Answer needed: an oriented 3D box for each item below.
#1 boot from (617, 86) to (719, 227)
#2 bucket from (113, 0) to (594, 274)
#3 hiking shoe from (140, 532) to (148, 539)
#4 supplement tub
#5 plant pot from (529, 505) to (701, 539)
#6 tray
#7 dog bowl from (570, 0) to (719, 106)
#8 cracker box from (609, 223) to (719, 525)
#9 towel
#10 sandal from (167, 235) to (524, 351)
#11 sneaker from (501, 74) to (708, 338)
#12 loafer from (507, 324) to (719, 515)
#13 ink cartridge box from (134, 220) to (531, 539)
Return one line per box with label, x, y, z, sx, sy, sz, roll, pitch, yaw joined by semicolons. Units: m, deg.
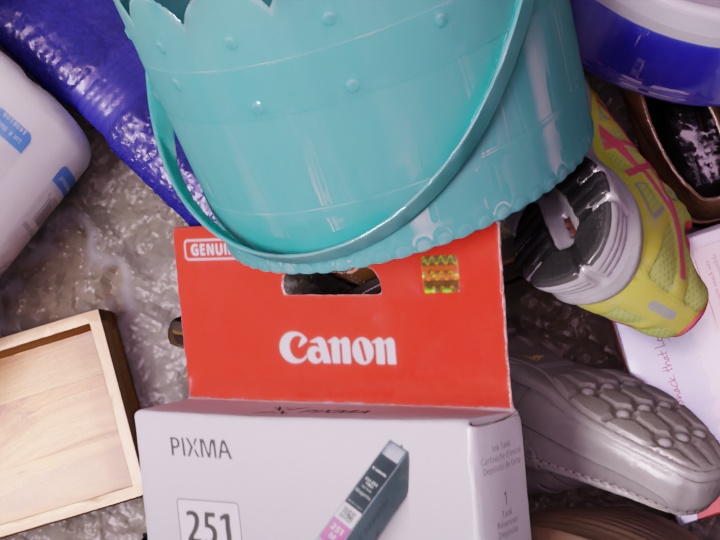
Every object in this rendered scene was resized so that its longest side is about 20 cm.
boot;0.145;-0.121;1.025;0.073;0.075;0.201;-23;82;8
bucket;0.001;-0.097;0.913;0.207;0.207;0.135;-17;111;7
hiking shoe;-0.098;0.166;1.052;0.199;0.076;0.101;-15;75;-1
supplement tub;-0.241;-0.023;1.033;0.132;0.132;0.200;37;80;9
plant pot;0.120;0.179;0.979;0.201;0.201;0.093;33;50;9
tray;-0.213;0.096;1.085;0.199;0.037;0.099;-17;83;6
dog bowl;0.162;-0.181;0.984;0.199;0.079;0.201;3;64;-7
cracker box;0.228;0.032;1.010;0.199;0.058;0.134;-18;82;6
towel;-0.077;-0.107;1.054;0.200;0.050;0.148;43;69;11
sandal;0.000;0.000;1.034;0.199;0.082;0.055;-15;90;5
sneaker;0.112;-0.028;0.985;0.090;0.200;0.078;31;114;-21
loafer;0.091;0.078;0.993;0.200;0.070;0.070;25;112;46
ink cartridge box;-0.019;0.067;0.932;0.200;0.043;0.174;-1;98;39
